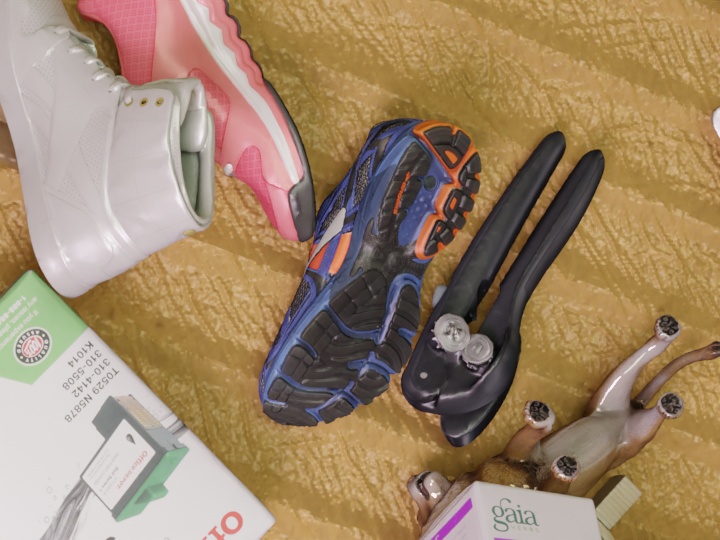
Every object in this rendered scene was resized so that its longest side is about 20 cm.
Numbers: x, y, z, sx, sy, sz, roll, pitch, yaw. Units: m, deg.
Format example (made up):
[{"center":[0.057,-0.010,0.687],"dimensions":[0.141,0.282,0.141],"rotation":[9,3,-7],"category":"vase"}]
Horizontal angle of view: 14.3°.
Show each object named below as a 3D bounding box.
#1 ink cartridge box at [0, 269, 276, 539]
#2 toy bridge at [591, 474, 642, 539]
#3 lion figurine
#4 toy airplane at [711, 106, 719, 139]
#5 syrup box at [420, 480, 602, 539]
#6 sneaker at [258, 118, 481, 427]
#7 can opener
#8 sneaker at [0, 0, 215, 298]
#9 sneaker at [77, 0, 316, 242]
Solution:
[{"center":[-0.166,0.122,1.602],"dimensions":[0.200,0.084,0.146],"rotation":[45,77,-5],"category":"ink cartridge box"},{"center":[0.196,0.210,1.711],"dimensions":[0.200,0.027,0.067],"rotation":[45,77,-6],"category":"toy bridge"},{"center":[0.123,0.106,1.675],"dimensions":[0.199,0.123,0.073],"rotation":[-22,67,-28],"category":"lion figurine"},{"center":[0.311,-0.094,1.710],"dimensions":[0.199,0.141,0.200],"rotation":[18,81,-12],"category":"toy airplane"},{"center":[0.092,0.220,1.552],"dimensions":[0.078,0.082,0.201],"rotation":[11,51,-26],"category":"syrup box"},{"center":[0.000,0.000,1.666],"dimensions":[0.075,0.078,0.201],"rotation":[29,94,-31],"category":"sneaker"},{"center":[0.082,0.003,1.689],"dimensions":[0.063,0.079,0.201],"rotation":[23,72,6],"category":"can opener"},{"center":[-0.137,-0.096,1.600],"dimensions":[0.115,0.074,0.201],"rotation":[-23,71,20],"category":"sneaker"},{"center":[-0.094,-0.096,1.658],"dimensions":[0.086,0.074,0.201],"rotation":[-29,87,-2],"category":"sneaker"}]
